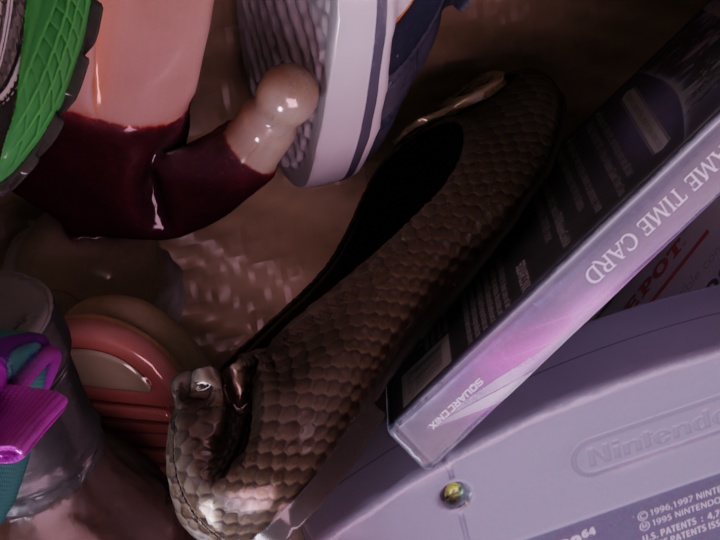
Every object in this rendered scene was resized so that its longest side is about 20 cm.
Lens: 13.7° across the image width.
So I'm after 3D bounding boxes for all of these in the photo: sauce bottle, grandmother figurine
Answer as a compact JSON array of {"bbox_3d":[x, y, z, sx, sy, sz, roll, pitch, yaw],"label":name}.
[{"bbox_3d":[-0.067,0.088,0.768,0.064,0.065,0.201,-19,125,-3],"label":"sauce bottle"},{"bbox_3d":[-0.071,-0.049,0.782,0.061,0.121,0.201,-42,149,-40],"label":"grandmother figurine"}]

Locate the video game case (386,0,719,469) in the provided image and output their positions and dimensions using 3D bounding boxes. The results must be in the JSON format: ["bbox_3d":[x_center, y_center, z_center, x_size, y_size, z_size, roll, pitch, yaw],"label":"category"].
[{"bbox_3d":[0.083,-0.037,0.793,0.200,0.143,0.019,-43,98,8],"label":"video game case"}]

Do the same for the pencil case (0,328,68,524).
[{"bbox_3d":[-0.165,0.005,0.652,0.199,0.085,0.093,31,136,-3],"label":"pencil case"}]

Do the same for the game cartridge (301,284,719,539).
[{"bbox_3d":[0.086,0.074,0.849,0.199,0.041,0.134,-18,126,-6],"label":"game cartridge"}]

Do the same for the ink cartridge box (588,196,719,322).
[{"bbox_3d":[0.123,0.052,0.910,0.199,0.067,0.116,27,110,-28],"label":"ink cartridge box"}]

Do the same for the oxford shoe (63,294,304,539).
[{"bbox_3d":[-0.047,0.059,0.840,0.070,0.074,0.200,10,147,18],"label":"oxford shoe"}]

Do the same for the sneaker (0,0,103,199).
[{"bbox_3d":[-0.118,-0.101,0.675,0.078,0.201,0.085,-24,162,36],"label":"sneaker"}]

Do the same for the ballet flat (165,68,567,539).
[{"bbox_3d":[0.000,0.000,0.786,0.046,0.200,0.067,42,136,-7],"label":"ballet flat"}]

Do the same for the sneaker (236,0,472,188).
[{"bbox_3d":[0.015,-0.111,0.772,0.079,0.079,0.201,-10,130,-21],"label":"sneaker"}]
